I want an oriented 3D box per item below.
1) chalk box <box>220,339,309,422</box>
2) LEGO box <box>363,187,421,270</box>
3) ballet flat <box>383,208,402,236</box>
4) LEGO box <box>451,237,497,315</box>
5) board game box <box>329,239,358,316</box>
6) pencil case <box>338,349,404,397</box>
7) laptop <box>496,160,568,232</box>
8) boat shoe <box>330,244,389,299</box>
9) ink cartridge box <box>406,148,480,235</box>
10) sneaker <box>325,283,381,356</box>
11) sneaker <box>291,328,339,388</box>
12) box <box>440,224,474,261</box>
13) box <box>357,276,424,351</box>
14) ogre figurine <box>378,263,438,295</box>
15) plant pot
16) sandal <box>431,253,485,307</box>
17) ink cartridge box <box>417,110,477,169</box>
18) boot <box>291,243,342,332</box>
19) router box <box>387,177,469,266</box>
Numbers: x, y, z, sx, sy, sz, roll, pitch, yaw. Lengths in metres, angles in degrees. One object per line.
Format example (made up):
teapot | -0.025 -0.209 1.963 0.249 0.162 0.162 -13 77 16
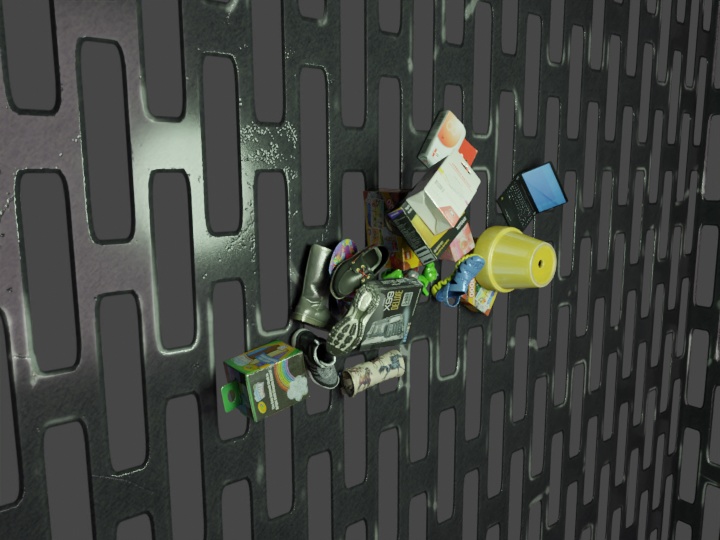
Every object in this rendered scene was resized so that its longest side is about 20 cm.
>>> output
chalk box | -0.241 0.265 1.418 0.199 0.124 0.126 -18 109 -34
LEGO box | 0.088 -0.113 1.588 0.077 0.148 0.202 -14 105 -35
ballet flat | 0.137 -0.098 1.494 0.199 0.046 0.068 30 77 -36
LEGO box | 0.370 0.017 1.883 0.148 0.077 0.201 32 78 -36
board game box | -0.017 0.019 1.558 0.158 0.039 0.202 -50 135 -50
pencil case | 0.035 0.285 1.665 0.199 0.089 0.078 -16 78 -36
laptop | 0.572 -0.229 1.987 0.200 0.103 0.178 -49 122 -21
boat shoe | -0.001 -0.002 1.501 0.201 0.063 0.074 -43 111 -37
ink cartridge box | 0.205 -0.193 1.448 0.117 0.067 0.200 49 49 -14
sneaker | -0.017 0.127 1.490 0.077 0.089 0.201 34 82 -1
sneaker | -0.095 0.239 1.532 0.075 0.113 0.201 -44 121 -24
box | 0.245 -0.137 1.747 0.094 0.102 0.201 -36 118 -28
box | 0.074 0.117 1.628 0.156 0.050 0.201 -4 123 -30
ogre figurine | 0.139 0.019 1.692 0.200 0.098 0.120 -50 117 -25
plant pot | 0.467 -0.028 1.784 0.199 0.188 0.203 -6 100 -37
sandal | 0.296 0.036 1.760 0.079 0.087 0.200 21 122 -29
ink cartridge box | 0.273 -0.345 1.770 0.199 0.050 0.163 34 76 -33
boot | -0.086 0.051 1.548 0.181 0.072 0.202 28 70 -45
router box | 0.172 -0.132 1.477 0.158 0.052 0.200 53 47 -11
